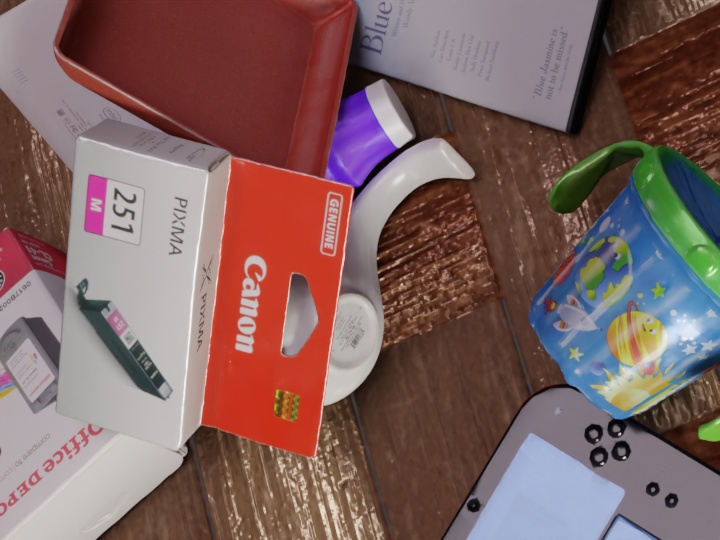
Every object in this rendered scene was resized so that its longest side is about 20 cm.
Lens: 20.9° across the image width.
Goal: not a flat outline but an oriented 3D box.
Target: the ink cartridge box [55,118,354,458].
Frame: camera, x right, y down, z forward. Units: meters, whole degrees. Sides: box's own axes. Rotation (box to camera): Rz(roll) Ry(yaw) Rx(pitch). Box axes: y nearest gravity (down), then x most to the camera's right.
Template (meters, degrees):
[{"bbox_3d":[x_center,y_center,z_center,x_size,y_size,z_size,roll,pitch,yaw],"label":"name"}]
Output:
[{"bbox_3d":[-0.103,0.021,1.242,0.173,0.044,0.201,15,115,15],"label":"ink cartridge box"}]

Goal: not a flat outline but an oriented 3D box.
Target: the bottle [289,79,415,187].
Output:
[{"bbox_3d":[-0.058,-0.064,1.354,0.199,0.084,0.065,-30,25,11],"label":"bottle"}]

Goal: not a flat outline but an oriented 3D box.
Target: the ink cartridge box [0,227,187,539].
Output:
[{"bbox_3d":[-0.238,0.093,1.394,0.147,0.086,0.200,-42,59,8],"label":"ink cartridge box"}]

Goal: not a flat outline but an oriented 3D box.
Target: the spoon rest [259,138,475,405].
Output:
[{"bbox_3d":[0.000,0.000,1.310,0.060,0.099,0.201,13,64,53],"label":"spoon rest"}]

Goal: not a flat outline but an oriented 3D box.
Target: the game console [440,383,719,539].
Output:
[{"bbox_3d":[0.135,0.188,1.204,0.176,0.031,0.201,31,90,32],"label":"game console"}]

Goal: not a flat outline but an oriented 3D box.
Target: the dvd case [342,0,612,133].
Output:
[{"bbox_3d":[0.079,-0.189,1.336,0.199,0.018,0.144,21,105,31],"label":"dvd case"}]

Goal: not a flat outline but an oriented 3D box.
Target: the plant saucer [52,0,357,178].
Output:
[{"bbox_3d":[-0.103,-0.153,1.292,0.037,0.199,0.200,-40,29,41],"label":"plant saucer"}]

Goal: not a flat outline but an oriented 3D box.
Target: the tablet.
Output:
[{"bbox_3d":[-0.170,-0.115,1.371,0.130,0.200,0.014,-25,31,24],"label":"tablet"}]

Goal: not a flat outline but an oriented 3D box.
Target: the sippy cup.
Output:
[{"bbox_3d":[0.178,0.016,1.188,0.130,0.139,0.178,-43,20,20],"label":"sippy cup"}]
